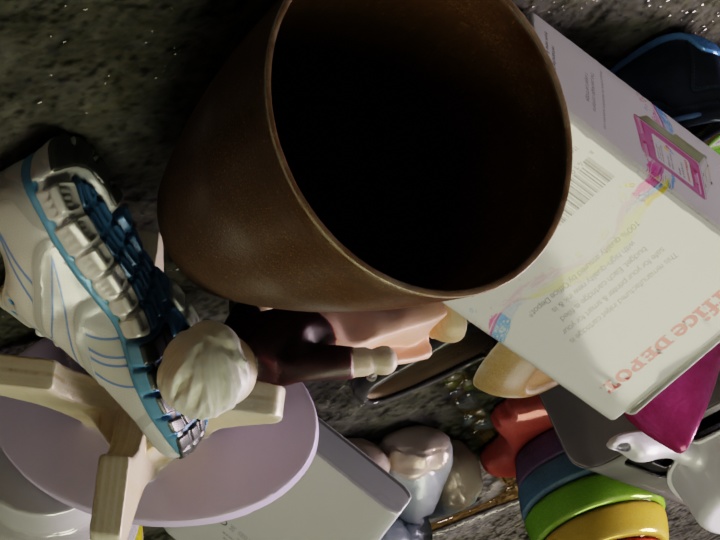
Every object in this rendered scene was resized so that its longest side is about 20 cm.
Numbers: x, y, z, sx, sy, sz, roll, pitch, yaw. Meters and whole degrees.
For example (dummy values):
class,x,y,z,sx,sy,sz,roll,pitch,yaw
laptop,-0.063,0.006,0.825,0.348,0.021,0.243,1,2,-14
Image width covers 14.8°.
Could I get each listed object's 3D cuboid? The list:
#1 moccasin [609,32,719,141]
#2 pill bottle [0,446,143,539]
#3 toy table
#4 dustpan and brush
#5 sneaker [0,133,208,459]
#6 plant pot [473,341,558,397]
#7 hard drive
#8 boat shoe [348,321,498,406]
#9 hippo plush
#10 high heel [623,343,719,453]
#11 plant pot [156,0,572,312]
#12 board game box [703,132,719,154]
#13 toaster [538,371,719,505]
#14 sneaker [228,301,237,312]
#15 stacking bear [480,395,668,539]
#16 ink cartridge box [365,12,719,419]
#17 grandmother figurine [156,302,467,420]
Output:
class,x,y,z,sx,sy,sz,roll,pitch,yaw
moccasin,0.138,-0.064,1.648,0.080,0.068,0.200,4,146,-39
pill bottle,-0.199,0.154,1.806,0.114,0.115,0.200,-14,153,-9
toy table,-0.129,0.078,1.653,0.199,0.185,0.117,-6,165,2
dustpan and brush,0.240,0.128,1.853,0.199,0.057,0.140,-2,149,-44
sneaker,-0.153,0.021,1.551,0.086,0.201,0.075,-18,-159,26
plant pot,0.158,0.021,1.772,0.200,0.028,0.200,-36,166,-10
hard drive,-0.055,0.167,1.926,0.026,0.132,0.200,-49,176,-38
boat shoe,0.082,0.034,1.814,0.199,0.061,0.074,-16,153,-5
hippo plush,0.011,0.222,2.023,0.200,0.161,0.159,-36,150,32
high heel,0.233,0.038,1.758,0.200,0.096,0.067,-27,163,-39
plant pot,-0.020,-0.052,1.472,0.186,0.188,0.200,0,165,-33
board game box,0.196,-0.060,1.716,0.095,0.030,0.200,-16,158,-47
toaster,0.241,0.072,1.927,0.199,0.119,0.181,-30,153,23
sneaker,0.000,0.000,1.686,0.090,0.076,0.200,18,134,-40
stacking bear,0.173,0.194,2.027,0.113,0.201,0.122,-13,154,-11
ink cartridge box,0.123,-0.027,1.582,0.200,0.085,0.144,36,121,-22
grandmother figurine,-0.029,0.041,1.562,0.199,0.061,0.121,-16,-164,-40
